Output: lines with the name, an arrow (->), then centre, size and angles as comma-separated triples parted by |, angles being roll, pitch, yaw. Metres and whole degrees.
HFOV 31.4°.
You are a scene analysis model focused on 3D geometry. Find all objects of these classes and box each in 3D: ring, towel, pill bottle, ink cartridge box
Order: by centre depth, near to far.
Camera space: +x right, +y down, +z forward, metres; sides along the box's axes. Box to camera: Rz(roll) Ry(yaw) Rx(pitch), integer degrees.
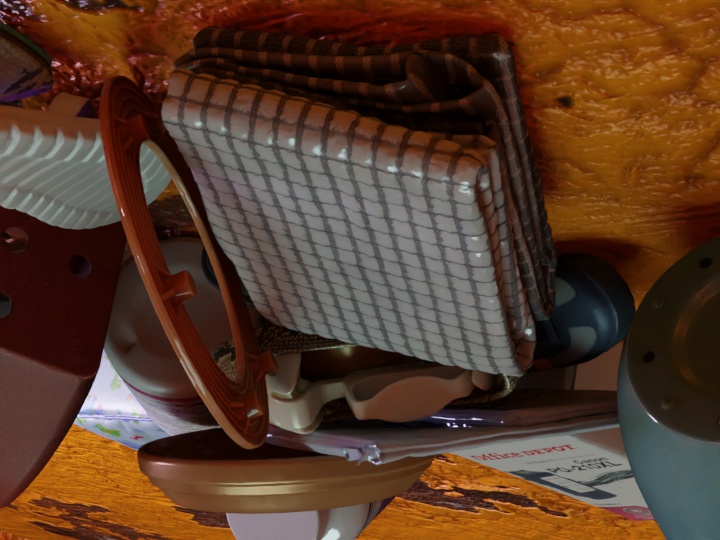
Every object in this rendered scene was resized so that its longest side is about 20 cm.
towel -> 0.006, -0.036, 0.630 | 0.165, 0.086, 0.200 | 13, 151, 23
ring -> -0.081, -0.006, 0.654 | 0.019, 0.201, 0.201 | -20, 154, 5
pill bottle -> -0.117, 0.063, 0.941 | 0.113, 0.114, 0.200 | 11, 159, 6
ink cartridge box -> 0.183, 0.117, 0.941 | 0.199, 0.085, 0.145 | 23, 157, -25
pill bottle -> -0.028, 0.157, 1.019 | 0.112, 0.113, 0.200 | 4, -167, 22

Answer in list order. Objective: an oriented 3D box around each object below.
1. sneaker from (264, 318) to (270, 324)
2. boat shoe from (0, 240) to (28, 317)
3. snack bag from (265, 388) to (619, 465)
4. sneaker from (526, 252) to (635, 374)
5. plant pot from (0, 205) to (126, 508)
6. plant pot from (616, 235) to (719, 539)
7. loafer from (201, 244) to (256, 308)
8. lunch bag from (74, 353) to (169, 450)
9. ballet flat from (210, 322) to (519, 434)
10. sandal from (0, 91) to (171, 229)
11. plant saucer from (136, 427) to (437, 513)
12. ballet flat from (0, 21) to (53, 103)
sneaker -> 0.003, 0.049, 0.912 | 0.089, 0.068, 0.200 | -2, 157, 16
boat shoe -> -0.284, 0.015, 0.972 | 0.199, 0.074, 0.074 | 22, 158, -24
snack bag -> 0.046, 0.091, 0.790 | 0.199, 0.022, 0.188 | -4, 180, -29
sneaker -> 0.082, 0.045, 0.792 | 0.200, 0.082, 0.070 | -24, 95, 56
plant pot -> -0.250, 0.011, 0.793 | 0.199, 0.201, 0.176 | 25, 147, -30
plant pot -> 0.225, 0.072, 0.658 | 0.200, 0.201, 0.161 | -4, 143, 38
loafer -> 0.000, 0.000, 0.773 | 0.199, 0.072, 0.063 | -1, 160, 26
lunch bag -> -0.167, 0.128, 1.195 | 0.199, 0.083, 0.160 | -4, 157, 41
ballet flat -> -0.004, 0.061, 0.736 | 0.199, 0.075, 0.068 | -8, 119, 13
sandal -> -0.168, -0.068, 0.689 | 0.082, 0.050, 0.202 | -35, 163, 17
plant saucer -> -0.045, 0.127, 0.835 | 0.199, 0.038, 0.200 | -3, -179, 0
ballet flat -> -0.233, -0.115, 0.604 | 0.069, 0.072, 0.200 | -3, 154, 35
